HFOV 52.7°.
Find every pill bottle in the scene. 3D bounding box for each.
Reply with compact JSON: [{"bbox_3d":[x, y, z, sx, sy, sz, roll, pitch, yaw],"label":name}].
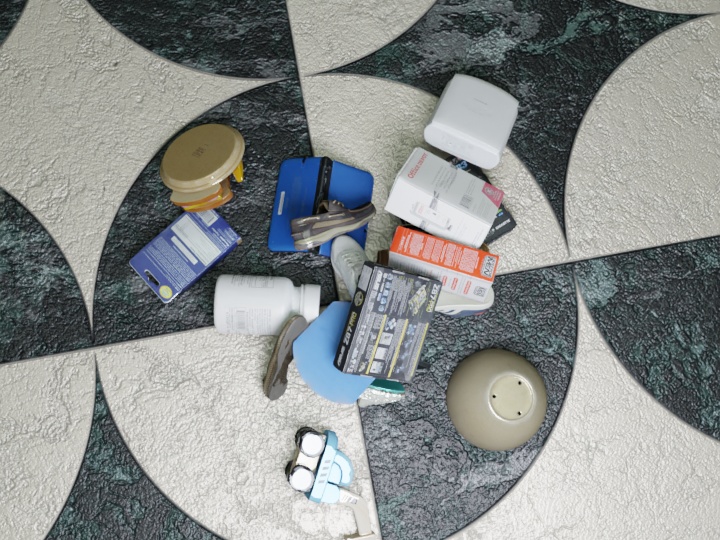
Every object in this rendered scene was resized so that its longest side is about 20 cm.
[{"bbox_3d":[-0.179,0.068,1.416,0.198,0.114,0.116,2,78,-2],"label":"pill bottle"}]

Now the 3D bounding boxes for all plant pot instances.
[{"bbox_3d":[0.273,0.245,1.395,0.198,0.135,0.202,1,78,-2],"label":"plant pot"}]

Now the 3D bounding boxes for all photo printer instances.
[{"bbox_3d":[0.237,-0.320,1.512,0.165,0.070,0.201,25,54,3],"label":"photo printer"}]

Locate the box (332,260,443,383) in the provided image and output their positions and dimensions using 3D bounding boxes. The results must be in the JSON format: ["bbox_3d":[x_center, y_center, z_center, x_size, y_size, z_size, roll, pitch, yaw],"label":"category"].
[{"bbox_3d":[0.052,0.096,1.317,0.160,0.049,0.202,12,97,-31],"label":"box"}]

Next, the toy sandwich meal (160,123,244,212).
[{"bbox_3d":[-0.315,-0.212,1.482,0.203,0.070,0.207,-9,52,11],"label":"toy sandwich meal"}]

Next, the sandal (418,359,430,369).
[{"bbox_3d":[0.037,0.186,1.428,0.198,0.075,0.048,7,77,8],"label":"sandal"}]

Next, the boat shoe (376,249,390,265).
[{"bbox_3d":[0.029,0.053,1.451,0.067,0.072,0.202,7,78,0],"label":"boat shoe"}]

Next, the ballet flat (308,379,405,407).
[{"bbox_3d":[-0.012,0.230,1.426,0.198,0.072,0.072,16,78,2],"label":"ballet flat"}]

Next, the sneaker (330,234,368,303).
[{"bbox_3d":[0.000,0.000,1.393,0.074,0.100,0.201,-14,58,-17],"label":"sneaker"}]

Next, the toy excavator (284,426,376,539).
[{"bbox_3d":[-0.045,0.410,1.372,0.198,0.100,0.196,19,79,-8],"label":"toy excavator"}]

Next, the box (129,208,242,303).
[{"bbox_3d":[-0.354,-0.039,1.469,0.200,0.032,0.121,-43,84,-13],"label":"box"}]

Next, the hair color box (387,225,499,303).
[{"bbox_3d":[0.154,-0.010,1.380,0.198,0.102,0.062,18,66,7],"label":"hair color box"}]

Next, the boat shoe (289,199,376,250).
[{"bbox_3d":[-0.052,-0.104,1.417,0.199,0.074,0.074,-27,101,-35],"label":"boat shoe"}]

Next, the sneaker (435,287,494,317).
[{"bbox_3d":[0.163,0.059,1.451,0.198,0.085,0.076,8,66,4],"label":"sneaker"}]

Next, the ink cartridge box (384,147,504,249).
[{"bbox_3d":[0.164,-0.138,1.411,0.199,0.083,0.147,28,39,4],"label":"ink cartridge box"}]

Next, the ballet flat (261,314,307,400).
[{"bbox_3d":[-0.151,0.162,1.387,0.067,0.201,0.046,-12,42,-42],"label":"ballet flat"}]

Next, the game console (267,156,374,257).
[{"bbox_3d":[-0.082,-0.122,1.509,0.169,0.118,0.202,1,76,29],"label":"game console"}]

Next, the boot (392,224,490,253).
[{"bbox_3d":[0.161,-0.049,1.432,0.198,0.075,0.074,12,79,1],"label":"boot"}]

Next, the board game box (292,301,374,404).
[{"bbox_3d":[-0.036,0.157,1.377,0.158,0.039,0.200,42,60,4],"label":"board game box"}]

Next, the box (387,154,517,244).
[{"bbox_3d":[0.189,-0.123,1.507,0.199,0.050,0.199,-31,81,-8],"label":"box"}]
